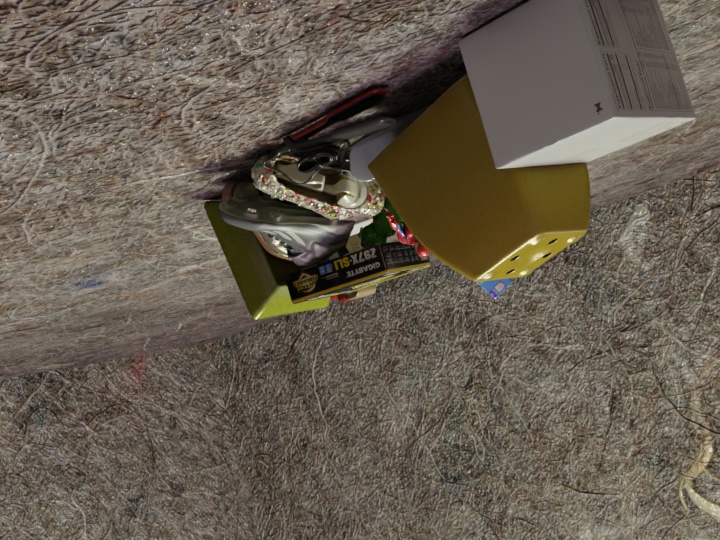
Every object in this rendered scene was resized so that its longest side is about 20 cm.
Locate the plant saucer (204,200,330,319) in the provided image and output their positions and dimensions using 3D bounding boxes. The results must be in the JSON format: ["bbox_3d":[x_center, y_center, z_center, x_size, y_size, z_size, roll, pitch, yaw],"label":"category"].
[{"bbox_3d":[-0.130,-0.033,1.462,0.048,0.201,0.199,-32,167,31],"label":"plant saucer"}]

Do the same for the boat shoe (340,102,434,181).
[{"bbox_3d":[0.065,-0.183,1.262,0.199,0.074,0.065,-19,-159,-7],"label":"boat shoe"}]

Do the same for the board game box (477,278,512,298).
[{"bbox_3d":[0.153,-0.053,1.534,0.045,0.152,0.200,-46,-151,8],"label":"board game box"}]

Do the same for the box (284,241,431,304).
[{"bbox_3d":[0.000,0.000,1.408,0.159,0.050,0.200,-17,177,22],"label":"box"}]

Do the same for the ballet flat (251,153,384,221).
[{"bbox_3d":[-0.050,-0.112,1.262,0.199,0.076,0.064,10,169,-22],"label":"ballet flat"}]

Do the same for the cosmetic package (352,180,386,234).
[{"bbox_3d":[-0.015,-0.106,1.664,0.199,0.072,0.101,-18,174,18],"label":"cosmetic package"}]

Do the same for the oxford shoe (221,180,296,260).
[{"bbox_3d":[-0.114,-0.068,1.375,0.074,0.071,0.200,-5,154,39],"label":"oxford shoe"}]

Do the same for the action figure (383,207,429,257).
[{"bbox_3d":[0.059,-0.115,1.282,0.065,0.201,0.099,-17,154,5],"label":"action figure"}]

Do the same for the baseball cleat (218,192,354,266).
[{"bbox_3d":[-0.106,-0.051,1.307,0.199,0.070,0.107,5,127,-20],"label":"baseball cleat"}]

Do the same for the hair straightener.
[{"bbox_3d":[-0.041,-0.153,1.148,0.199,0.077,0.041,-19,170,30],"label":"hair straightener"}]

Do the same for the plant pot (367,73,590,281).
[{"bbox_3d":[0.169,-0.099,1.156,0.195,0.201,0.194,-6,155,-47],"label":"plant pot"}]

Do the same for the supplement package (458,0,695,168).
[{"bbox_3d":[0.242,-0.210,1.032,0.151,0.151,0.200,-21,173,42],"label":"supplement package"}]

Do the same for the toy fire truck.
[{"bbox_3d":[-0.045,-0.021,1.853,0.128,0.177,0.200,-12,173,-37],"label":"toy fire truck"}]

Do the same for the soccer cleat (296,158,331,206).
[{"bbox_3d":[-0.085,-0.120,1.387,0.086,0.070,0.200,23,162,12],"label":"soccer cleat"}]

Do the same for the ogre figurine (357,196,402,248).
[{"bbox_3d":[0.057,-0.102,1.482,0.200,0.098,0.120,-29,-161,24],"label":"ogre figurine"}]
